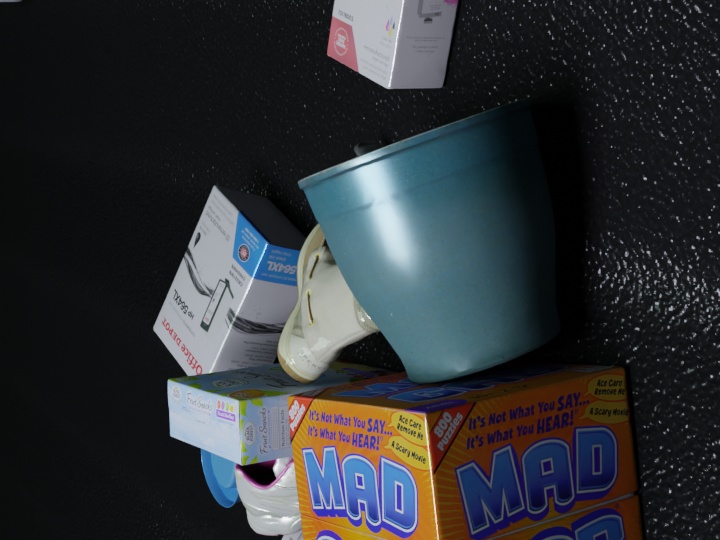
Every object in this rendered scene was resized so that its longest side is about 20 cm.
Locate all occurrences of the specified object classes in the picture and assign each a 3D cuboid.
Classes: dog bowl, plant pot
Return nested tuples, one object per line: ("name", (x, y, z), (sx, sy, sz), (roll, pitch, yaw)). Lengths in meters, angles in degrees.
("dog bowl", (-0.149, 0.202, 1.423), (0.111, 0.049, 0.201), (45, 130, 44))
("plant pot", (0.074, -0.018, 0.925), (0.200, 0.199, 0.189), (-14, 97, 57))

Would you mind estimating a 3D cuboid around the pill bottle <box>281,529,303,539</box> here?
("pill bottle", (0.009, 0.321, 1.136), (0.200, 0.113, 0.115), (22, 113, 55))

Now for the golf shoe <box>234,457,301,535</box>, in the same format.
("golf shoe", (-0.038, 0.211, 1.143), (0.076, 0.199, 0.092), (-77, -33, -57))

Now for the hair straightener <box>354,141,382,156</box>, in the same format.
("hair straightener", (0.051, -0.060, 1.075), (0.200, 0.041, 0.077), (56, 138, 36))

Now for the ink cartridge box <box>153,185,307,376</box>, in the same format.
("ink cartridge box", (-0.146, 0.027, 1.317), (0.146, 0.084, 0.201), (43, 114, 44))

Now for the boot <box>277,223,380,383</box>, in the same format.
("boot", (0.000, 0.000, 1.099), (0.154, 0.072, 0.201), (-35, 29, 42))

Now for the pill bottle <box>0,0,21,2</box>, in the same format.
("pill bottle", (-0.663, -0.589, 2.044), (0.106, 0.106, 0.202), (15, 107, 56))

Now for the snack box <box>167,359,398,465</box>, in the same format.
("snack box", (-0.072, 0.137, 1.154), (0.168, 0.199, 0.068), (4, 99, 56))

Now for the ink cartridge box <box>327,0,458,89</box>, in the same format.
("ink cartridge box", (0.036, -0.279, 1.036), (0.116, 0.067, 0.201), (38, 126, 48))

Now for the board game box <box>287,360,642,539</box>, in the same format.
("board game box", (0.083, 0.188, 0.916), (0.199, 0.199, 0.202), (-3, 94, 57))
